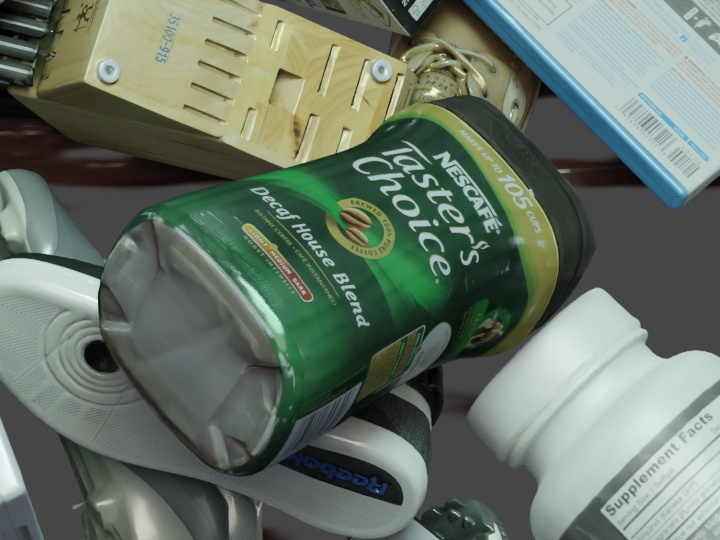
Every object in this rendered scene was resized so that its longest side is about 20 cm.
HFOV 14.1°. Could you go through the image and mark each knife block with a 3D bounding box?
[{"bbox_3d":[-0.099,-0.086,1.264,0.199,0.175,0.064,22,80,-23],"label":"knife block"}]

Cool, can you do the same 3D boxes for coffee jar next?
[{"bbox_3d":[0.000,0.000,1.139,0.200,0.085,0.104,-24,64,-45],"label":"coffee jar"}]

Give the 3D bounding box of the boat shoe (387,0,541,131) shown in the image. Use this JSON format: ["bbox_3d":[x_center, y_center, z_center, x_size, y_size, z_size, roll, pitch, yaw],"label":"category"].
[{"bbox_3d":[0.039,-0.070,1.278,0.071,0.065,0.201,15,74,4],"label":"boat shoe"}]

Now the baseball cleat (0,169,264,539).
[{"bbox_3d":[-0.094,0.042,1.251,0.106,0.070,0.201,-16,78,-20],"label":"baseball cleat"}]

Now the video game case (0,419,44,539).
[{"bbox_3d":[-0.172,0.024,1.185,0.022,0.182,0.201,-20,74,-8],"label":"video game case"}]

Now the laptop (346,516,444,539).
[{"bbox_3d":[-0.011,0.191,1.113,0.200,0.116,0.188,36,88,41],"label":"laptop"}]

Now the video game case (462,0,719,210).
[{"bbox_3d":[0.157,-0.133,1.298,0.200,0.018,0.143,-38,77,-27],"label":"video game case"}]

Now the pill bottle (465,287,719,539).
[{"bbox_3d":[0.141,0.105,1.203,0.111,0.111,0.200,-42,78,-12],"label":"pill bottle"}]

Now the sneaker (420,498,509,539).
[{"bbox_3d":[0.062,0.192,1.202,0.066,0.090,0.201,-28,52,25],"label":"sneaker"}]

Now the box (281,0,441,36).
[{"bbox_3d":[0.042,-0.197,1.300,0.200,0.035,0.110,-52,37,-14],"label":"box"}]

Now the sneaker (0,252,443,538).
[{"bbox_3d":[-0.060,0.029,1.198,0.199,0.073,0.112,27,37,-10],"label":"sneaker"}]

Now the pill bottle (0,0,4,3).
[{"bbox_3d":[-0.208,-0.200,1.177,0.113,0.113,0.200,-32,73,-10],"label":"pill bottle"}]
